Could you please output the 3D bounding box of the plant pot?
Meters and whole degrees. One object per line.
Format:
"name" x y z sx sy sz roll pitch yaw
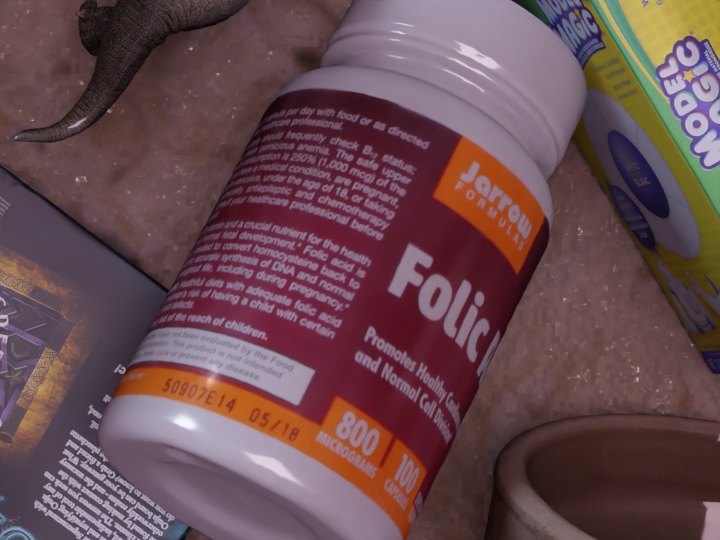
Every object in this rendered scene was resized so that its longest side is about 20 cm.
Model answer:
"plant pot" 0.130 0.166 0.762 0.200 0.200 0.175 10 104 -7

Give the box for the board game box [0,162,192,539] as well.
"board game box" -0.143 0.037 0.796 0.200 0.028 0.135 38 85 -6

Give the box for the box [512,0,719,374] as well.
"box" 0.116 -0.055 0.788 0.048 0.117 0.200 -29 92 -8

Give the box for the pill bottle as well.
"pill bottle" 0.000 0.000 0.756 0.114 0.114 0.200 29 69 -6

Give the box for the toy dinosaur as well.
"toy dinosaur" -0.053 -0.121 0.760 0.200 0.102 0.077 -36 106 -28
